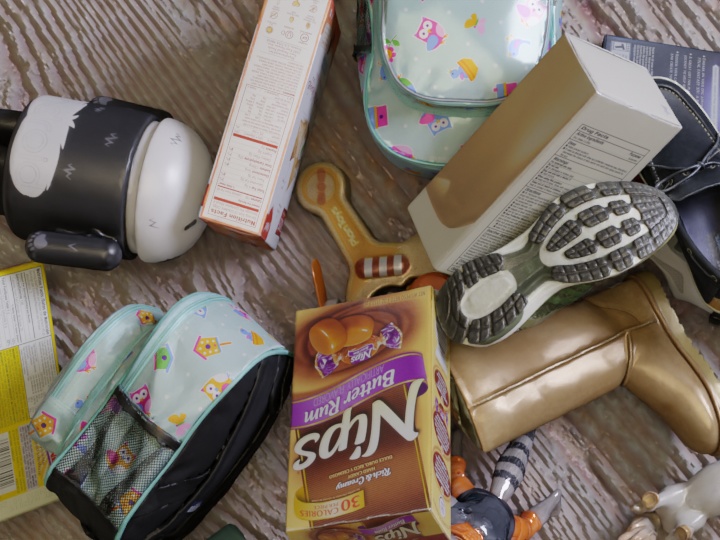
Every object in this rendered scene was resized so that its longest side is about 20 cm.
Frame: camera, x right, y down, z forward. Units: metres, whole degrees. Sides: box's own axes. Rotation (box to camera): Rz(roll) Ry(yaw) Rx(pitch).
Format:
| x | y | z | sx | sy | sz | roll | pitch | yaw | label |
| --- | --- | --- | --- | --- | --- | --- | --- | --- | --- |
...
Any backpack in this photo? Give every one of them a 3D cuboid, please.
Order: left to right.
| x | y | z | sx | sy | sz | roll | pitch | yaw | label |
| --- | --- | --- | --- | --- | --- | --- | --- | --- | --- |
| -0.152 | 0.109 | 1.419 | 0.200 | 0.176 | 0.153 | -46 | 74 | 4 | backpack |
| 0.081 | -0.175 | 1.455 | 0.174 | 0.153 | 0.202 | 0 | 93 | -2 | backpack |

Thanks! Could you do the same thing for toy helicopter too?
| x | y | z | sx | sy | sz | roll | pitch | yaw | label |
| --- | --- | --- | --- | --- | --- | --- | --- | --- | --- |
| 0.000 | 0.000 | 1.493 | 0.132 | 0.079 | 0.201 | -35 | 74 | 9 | toy helicopter |

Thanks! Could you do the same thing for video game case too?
| x | y | z | sx | sy | sz | roll | pitch | yaw | label |
| --- | --- | --- | --- | --- | --- | --- | --- | --- | --- |
| 0.292 | -0.128 | 1.462 | 0.198 | 0.019 | 0.144 | 10 | 49 | 3 | video game case |

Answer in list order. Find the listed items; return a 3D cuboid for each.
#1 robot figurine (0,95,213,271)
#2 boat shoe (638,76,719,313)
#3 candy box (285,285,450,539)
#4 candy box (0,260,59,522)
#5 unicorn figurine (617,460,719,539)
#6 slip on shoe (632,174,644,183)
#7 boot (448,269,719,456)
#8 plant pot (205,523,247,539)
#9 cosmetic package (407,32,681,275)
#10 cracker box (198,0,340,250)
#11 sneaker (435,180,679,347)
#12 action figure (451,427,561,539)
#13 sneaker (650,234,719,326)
| x | y | z | sx | sy | sz | roll | pitch | yaw | label |
| --- | --- | --- | --- | --- | --- | --- | --- | --- | --- |
| -0.219 | -0.074 | 1.472 | 0.198 | 0.125 | 0.152 | 10 | 88 | 8 | robot figurine |
| 0.261 | -0.065 | 1.374 | 0.074 | 0.062 | 0.201 | -17 | 73 | -3 | boat shoe |
| 0.008 | 0.115 | 1.361 | 0.116 | 0.057 | 0.201 | -11 | 53 | 16 | candy box |
| -0.290 | 0.100 | 1.457 | 0.026 | 0.102 | 0.202 | 1 | 102 | 40 | candy box |
| 0.303 | 0.176 | 1.436 | 0.198 | 0.137 | 0.075 | -13 | 79 | 20 | unicorn figurine |
| 0.262 | -0.072 | 1.478 | 0.198 | 0.074 | 0.062 | 9 | 111 | 7 | slip on shoe |
| 0.178 | 0.103 | 1.438 | 0.199 | 0.066 | 0.176 | -20 | 66 | -18 | boot |
| -0.130 | 0.320 | 1.414 | 0.196 | 0.200 | 0.201 | -39 | 85 | -9 | plant pot |
| 0.140 | -0.079 | 1.383 | 0.200 | 0.105 | 0.071 | -47 | 47 | 28 | cosmetic package |
| -0.072 | -0.123 | 1.464 | 0.057 | 0.134 | 0.202 | 17 | 87 | 3 | cracker box |
| 0.156 | -0.004 | 1.379 | 0.199 | 0.089 | 0.077 | -28 | 72 | 16 | sneaker |
| 0.071 | 0.181 | 1.403 | 0.200 | 0.194 | 0.105 | 42 | 118 | -1 | action figure |
| 0.306 | 0.007 | 1.473 | 0.200 | 0.088 | 0.074 | 39 | 64 | -17 | sneaker |
